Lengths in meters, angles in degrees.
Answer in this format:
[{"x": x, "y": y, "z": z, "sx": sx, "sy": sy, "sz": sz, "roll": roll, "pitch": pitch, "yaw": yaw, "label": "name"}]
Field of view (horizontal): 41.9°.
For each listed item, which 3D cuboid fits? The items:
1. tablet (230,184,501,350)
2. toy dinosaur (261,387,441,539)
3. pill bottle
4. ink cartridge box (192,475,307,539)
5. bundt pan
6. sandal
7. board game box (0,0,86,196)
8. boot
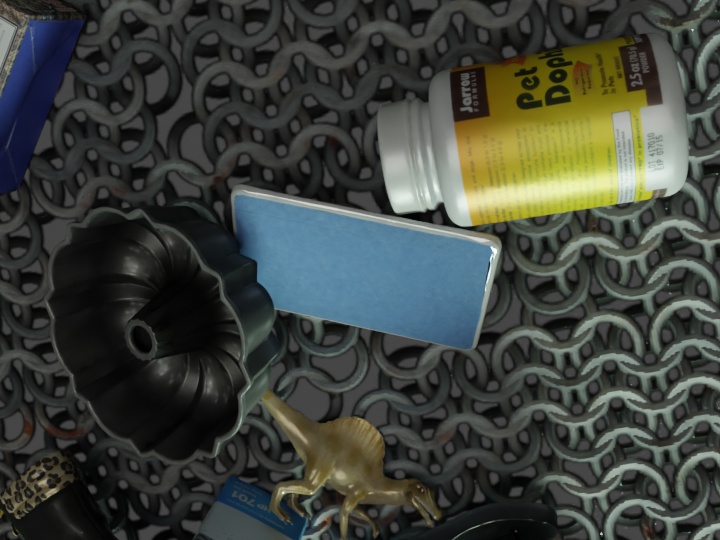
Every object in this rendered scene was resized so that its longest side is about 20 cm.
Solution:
[{"x": 0.000, "y": 0.000, "z": 0.709, "sx": 0.197, "sy": 0.014, "sz": 0.131, "roll": 12, "pitch": 139, "yaw": 6, "label": "tablet"}, {"x": -0.030, "y": 0.160, "z": 0.776, "sx": 0.199, "sy": 0.058, "sz": 0.102, "roll": 35, "pitch": 91, "yaw": -2, "label": "toy dinosaur"}, {"x": 0.115, "y": -0.092, "z": 0.646, "sx": 0.197, "sy": 0.109, "sz": 0.111, "roll": -9, "pitch": 104, "yaw": 11, "label": "pill bottle"}, {"x": -0.122, "y": 0.280, "z": 0.736, "sx": 0.085, "sy": 0.200, "sz": 0.148, "roll": 29, "pitch": 107, "yaw": 0, "label": "ink cartridge box"}, {"x": -0.145, "y": 0.040, "z": 0.720, "sx": 0.199, "sy": 0.076, "sz": 0.205, "roll": 11, "pitch": 112, "yaw": 27, "label": "bundt pan"}, {"x": 0.072, "y": 0.236, "z": 0.760, "sx": 0.198, "sy": 0.043, "sz": 0.076, "roll": -26, "pitch": 140, "yaw": 22, "label": "sandal"}, {"x": -0.337, "y": -0.168, "z": 0.705, "sx": 0.198, "sy": 0.097, "sz": 0.161, "roll": 30, "pitch": 107, "yaw": 0, "label": "board game box"}, {"x": -0.259, "y": 0.255, "z": 0.815, "sx": 0.151, "sy": 0.073, "sz": 0.200, "roll": 55, "pitch": 135, "yaw": 10, "label": "boot"}]
